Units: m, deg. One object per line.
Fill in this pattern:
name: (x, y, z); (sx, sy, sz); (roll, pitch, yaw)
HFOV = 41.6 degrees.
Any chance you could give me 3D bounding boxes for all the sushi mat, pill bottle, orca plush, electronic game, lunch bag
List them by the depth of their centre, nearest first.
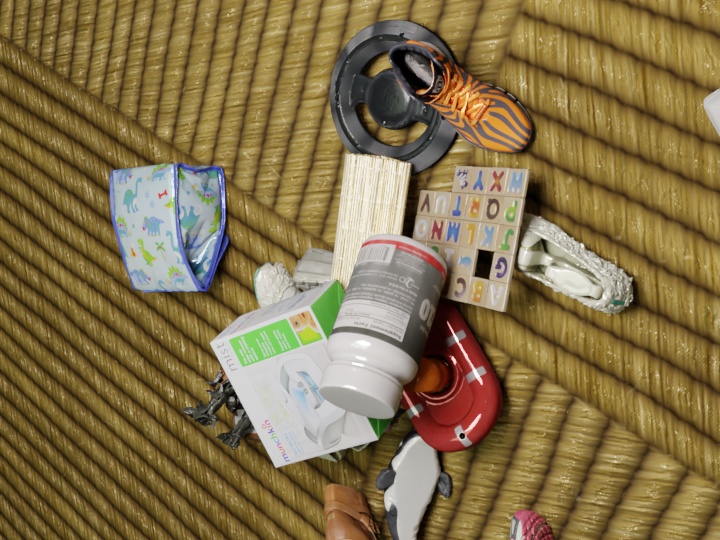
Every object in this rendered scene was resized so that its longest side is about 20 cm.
pill bottle: (0.026, 0.068, 1.141); (0.113, 0.114, 0.201); (-3, 58, 40)
electronic game: (0.045, -0.224, 1.239); (0.199, 0.042, 0.202); (9, 107, 30)
sushi mat: (0.011, -0.051, 1.248); (0.095, 0.012, 0.202); (10, 97, 27)
orca plush: (0.074, 0.310, 1.341); (0.104, 0.071, 0.201); (-11, 107, -3)
lunch bag: (-0.305, -0.065, 1.517); (0.169, 0.127, 0.202); (-1, 90, 40)

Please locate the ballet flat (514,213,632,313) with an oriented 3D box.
ballet flat: (0.225, -0.012, 1.111); (0.199, 0.072, 0.072); (30, 118, 33)

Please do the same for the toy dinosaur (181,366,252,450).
toy dinosaur: (-0.187, 0.185, 1.425); (0.102, 0.136, 0.200); (37, 163, -4)

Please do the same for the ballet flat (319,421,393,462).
ballet flat: (-0.030, 0.242, 1.401); (0.199, 0.069, 0.071); (-28, 108, 40)

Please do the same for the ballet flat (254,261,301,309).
ballet flat: (-0.098, 0.067, 1.379); (0.072, 0.072, 0.201); (28, 148, 32)

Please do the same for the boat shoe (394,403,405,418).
boat shoe: (-0.001, 0.131, 1.339); (0.200, 0.074, 0.062); (41, 117, 20)

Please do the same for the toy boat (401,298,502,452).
toy boat: (0.091, 0.136, 1.209); (0.130, 0.131, 0.201); (-35, 76, 20)

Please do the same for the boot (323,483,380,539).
boot: (0.016, 0.405, 1.377); (0.073, 0.200, 0.155); (-28, 43, 11)

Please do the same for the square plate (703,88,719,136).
square plate: (0.459, -0.128, 0.920); (0.198, 0.028, 0.201); (-32, 79, 41)

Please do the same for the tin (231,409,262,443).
tin: (-0.128, 0.205, 1.448); (0.199, 0.042, 0.113); (-14, 65, 46)

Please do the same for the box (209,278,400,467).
box: (-0.073, 0.139, 1.273); (0.176, 0.097, 0.201); (-20, 102, 28)

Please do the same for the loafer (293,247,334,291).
loafer: (0.000, 0.000, 1.311); (0.199, 0.070, 0.070); (6, 65, 25)

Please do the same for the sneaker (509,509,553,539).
sneaker: (0.200, 0.403, 1.225); (0.074, 0.080, 0.202); (14, 109, 39)

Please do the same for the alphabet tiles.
alphabet tiles: (0.127, -0.046, 1.178); (0.200, 0.008, 0.168); (12, 93, 56)

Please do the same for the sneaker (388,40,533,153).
sneaker: (0.110, -0.202, 1.120); (0.199, 0.112, 0.078); (35, 108, 10)
